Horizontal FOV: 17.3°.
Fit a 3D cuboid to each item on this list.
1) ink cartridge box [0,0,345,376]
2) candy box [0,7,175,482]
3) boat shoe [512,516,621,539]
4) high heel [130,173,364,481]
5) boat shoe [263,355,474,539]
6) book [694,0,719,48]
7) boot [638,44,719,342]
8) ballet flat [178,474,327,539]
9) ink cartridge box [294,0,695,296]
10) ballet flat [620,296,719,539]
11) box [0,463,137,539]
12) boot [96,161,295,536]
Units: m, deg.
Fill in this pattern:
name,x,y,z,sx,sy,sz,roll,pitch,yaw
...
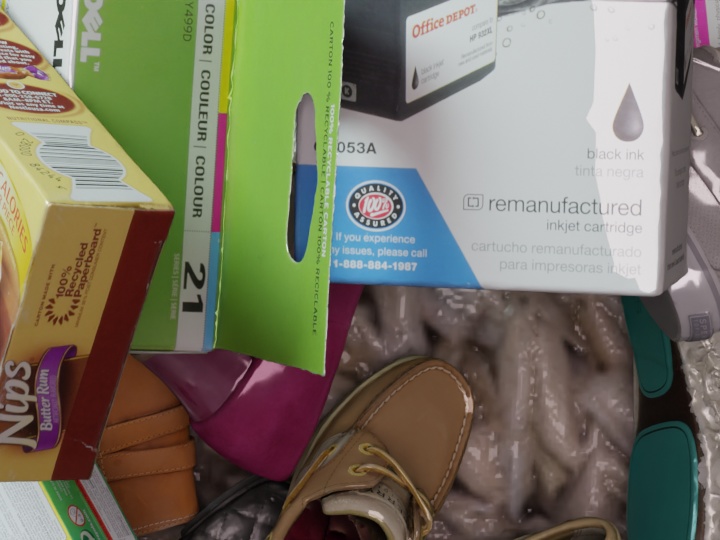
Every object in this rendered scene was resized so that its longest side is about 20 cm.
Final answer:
name,x,y,z,sx,sy,sz,roll,pitch,yaw
ink cartridge box,-0.083,-0.041,0.918,0.075,0.200,0.149,3,92,-27
candy box,-0.148,-0.023,0.900,0.056,0.200,0.117,2,120,-36
boat shoe,0.027,0.168,1.061,0.200,0.073,0.063,-19,136,-3
high heel,0.000,0.000,1.020,0.200,0.067,0.096,-40,117,9
boat shoe,-0.001,0.115,1.034,0.074,0.066,0.200,41,61,-13
book,0.121,-0.077,1.045,0.199,0.048,0.134,-5,73,10
boot,0.127,-0.074,0.994,0.095,0.074,0.201,-27,78,-8
ballet flat,-0.096,0.172,1.067,0.200,0.066,0.057,-43,71,-1
ink cartridge box,0.053,-0.095,0.908,0.144,0.084,0.201,2,96,14
ballet flat,0.156,0.061,1.067,0.071,0.072,0.201,-3,85,-2
box,-0.188,0.144,1.034,0.200,0.048,0.118,-35,77,26
boot,-0.093,0.039,1.067,0.199,0.074,0.155,-16,97,3
